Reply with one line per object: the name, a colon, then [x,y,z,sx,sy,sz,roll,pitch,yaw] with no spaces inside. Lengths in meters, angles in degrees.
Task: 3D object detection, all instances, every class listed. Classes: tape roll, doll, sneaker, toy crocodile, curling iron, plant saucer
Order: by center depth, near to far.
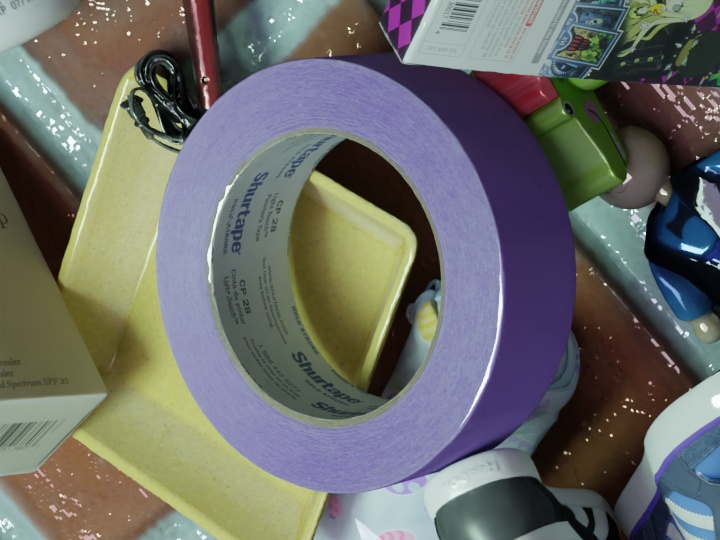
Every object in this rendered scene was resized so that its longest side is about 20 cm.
toy crocodile: [0.065,-0.123,1.276,0.067,0.062,0.201,-23,91,34]
tape roll: [0.000,0.000,1.277,0.199,0.066,0.201,6,100,35]
doll: [0.194,-0.007,1.284,0.200,0.048,0.137,35,131,16]
sneaker: [0.197,0.130,1.285,0.147,0.080,0.200,54,157,17]
sneaker: [0.090,0.162,1.320,0.073,0.200,0.112,-25,67,14]
curling iron: [-0.092,-0.157,1.341,0.026,0.049,0.201,-162,71,-69]
plant saucer: [-0.064,0.023,1.395,0.200,0.048,0.201,32,114,29]

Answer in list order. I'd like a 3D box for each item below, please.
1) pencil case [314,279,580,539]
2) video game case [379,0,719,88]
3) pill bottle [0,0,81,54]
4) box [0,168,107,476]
pencil case: [0.034,0.095,1.394,0.090,0.083,0.200,23,125,-8]
video game case: [0.123,-0.170,1.175,0.036,0.180,0.201,60,137,41]
pill bottle: [-0.225,-0.202,1.368,0.109,0.109,0.201,-16,106,32]
box: [-0.223,0.005,1.431,0.078,0.095,0.201,-44,64,35]
